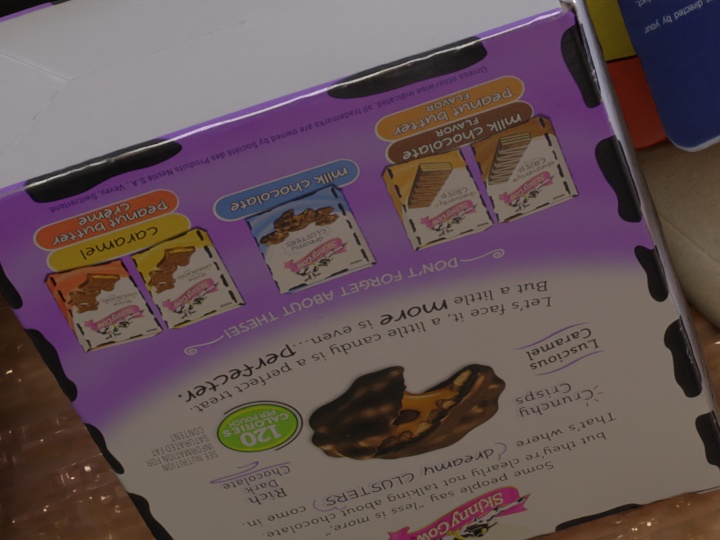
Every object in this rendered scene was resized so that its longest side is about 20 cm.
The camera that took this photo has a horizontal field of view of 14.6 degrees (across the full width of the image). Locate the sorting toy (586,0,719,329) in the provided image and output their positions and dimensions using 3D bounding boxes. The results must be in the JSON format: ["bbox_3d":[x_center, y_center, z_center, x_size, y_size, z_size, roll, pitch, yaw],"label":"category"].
[{"bbox_3d":[0.127,-0.066,0.809,0.185,0.036,0.200,41,127,15],"label":"sorting toy"}]

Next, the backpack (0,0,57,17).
[{"bbox_3d":[-0.018,-0.137,0.843,0.127,0.167,0.200,43,54,-1],"label":"backpack"}]

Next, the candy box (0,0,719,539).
[{"bbox_3d":[0.000,0.000,0.787,0.167,0.200,0.072,-17,46,8],"label":"candy box"}]

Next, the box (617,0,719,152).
[{"bbox_3d":[0.104,-0.144,0.758,0.121,0.032,0.201,-24,79,42],"label":"box"}]
